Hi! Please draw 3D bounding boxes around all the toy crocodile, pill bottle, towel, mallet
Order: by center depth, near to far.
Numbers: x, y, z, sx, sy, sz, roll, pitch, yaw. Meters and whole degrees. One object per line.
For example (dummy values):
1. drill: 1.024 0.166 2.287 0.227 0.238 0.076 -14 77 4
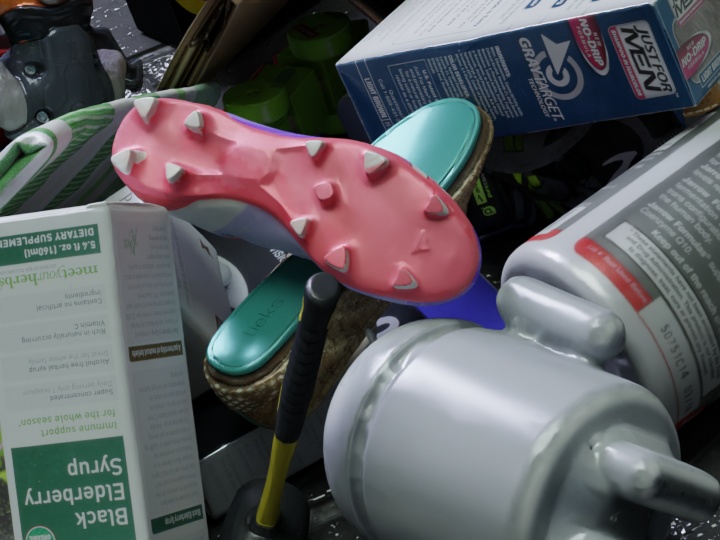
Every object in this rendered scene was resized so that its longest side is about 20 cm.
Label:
1. mallet: -0.036 0.084 1.095 0.041 0.200 0.066 14 51 0
2. pill bottle: 0.176 -0.013 1.179 0.200 0.114 0.114 -34 38 -20
3. towel: -0.166 -0.038 1.318 0.153 0.023 0.200 -45 -10 23
4. toy crocodile: -0.047 -0.095 1.434 0.062 0.068 0.200 6 38 32

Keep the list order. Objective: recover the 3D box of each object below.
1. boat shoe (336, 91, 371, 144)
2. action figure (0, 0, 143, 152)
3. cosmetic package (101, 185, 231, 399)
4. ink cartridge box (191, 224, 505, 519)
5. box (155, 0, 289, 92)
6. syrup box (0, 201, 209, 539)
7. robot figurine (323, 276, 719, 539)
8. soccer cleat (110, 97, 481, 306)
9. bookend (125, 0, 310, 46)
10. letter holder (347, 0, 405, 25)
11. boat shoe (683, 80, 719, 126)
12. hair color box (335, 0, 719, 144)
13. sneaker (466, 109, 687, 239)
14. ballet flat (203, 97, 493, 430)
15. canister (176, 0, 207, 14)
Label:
1. boat shoe: 0.078 -0.095 1.374 0.200 0.074 0.065 13 51 36
2. action figure: -0.199 -0.126 1.348 0.200 0.194 0.105 -19 20 -28
3. cosmetic package: -0.166 0.050 1.248 0.200 0.074 0.102 -34 38 13
4. ink cartridge box: -0.035 0.023 1.297 0.200 0.043 0.198 -28 35 -13
5. box: -0.031 -0.188 1.387 0.200 0.021 0.163 -48 0 -23
6. syrup box: -0.127 0.072 1.137 0.079 0.200 0.081 -7 -2 17
7. robot figurine: 0.063 0.088 1.099 0.200 0.113 0.170 21 86 42
8. soccer cleat: -0.027 -0.032 1.164 0.200 0.076 0.067 19 83 22
9. bookend: -0.103 -0.241 1.640 0.199 0.092 0.200 -37 37 -22
10. letter holder: 0.074 -0.181 1.432 0.101 0.142 0.200 -49 0 19
11. boat shoe: 0.192 -0.144 1.387 0.075 0.068 0.200 -11 36 12
12. hair color box: 0.097 -0.117 1.245 0.200 0.061 0.100 -7 28 40
13. sneaker: 0.089 -0.048 1.281 0.199 0.071 0.083 -12 18 40
14. ballet flat: 0.000 0.000 1.210 0.200 0.065 0.070 -46 46 -18
15. canister: -0.067 -0.228 1.411 0.149 0.087 0.200 -47 -2 -5
